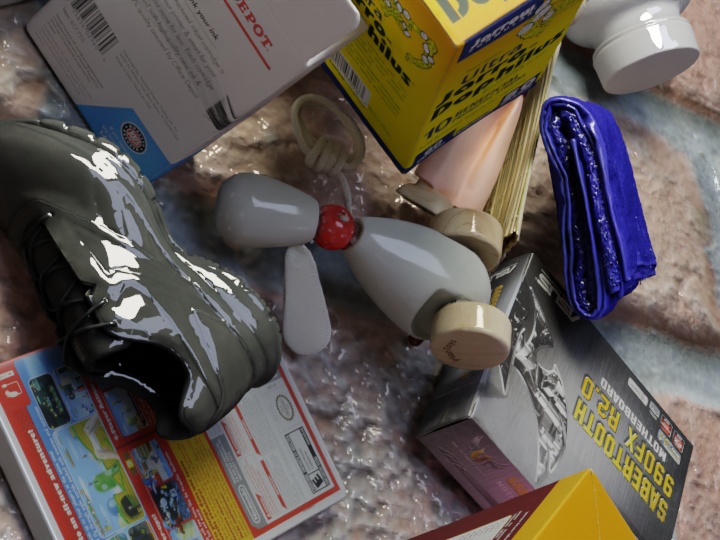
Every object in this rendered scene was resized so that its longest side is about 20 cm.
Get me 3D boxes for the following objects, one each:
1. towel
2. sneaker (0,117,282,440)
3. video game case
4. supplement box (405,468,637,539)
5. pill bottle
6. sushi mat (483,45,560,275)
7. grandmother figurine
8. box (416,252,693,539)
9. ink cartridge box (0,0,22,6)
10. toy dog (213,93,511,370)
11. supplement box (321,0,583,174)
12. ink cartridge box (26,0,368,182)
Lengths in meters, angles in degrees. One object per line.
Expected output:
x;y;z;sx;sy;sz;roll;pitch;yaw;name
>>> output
0.170;-0.048;1.126;0.200;0.049;0.149;-15;97;-75;towel
-0.131;0.003;0.822;0.200;0.076;0.091;41;44;-1;sneaker
-0.101;0.092;0.861;0.200;0.017;0.144;-21;84;-50;video game case
0.033;0.226;0.780;0.133;0.200;0.197;57;40;-5;supplement box
0.203;-0.251;1.309;0.112;0.112;0.201;-1;68;-47;pill bottle
0.100;-0.069;1.108;0.012;0.096;0.201;24;49;-9;sushi mat
0.096;-0.125;1.071;0.060;0.201;0.121;30;2;2;grandmother figurine
0.134;0.113;1.063;0.200;0.048;0.159;49;41;-20;box
-0.162;-0.252;0.948;0.200;0.085;0.148;-30;91;-49;ink cartridge box
0.000;0.000;0.987;0.200;0.096;0.132;35;47;-7;toy dog
0.048;-0.154;0.902;0.109;0.200;0.110;-34;81;-14;supplement box
-0.079;-0.143;0.879;0.116;0.200;0.068;57;40;-5;ink cartridge box
